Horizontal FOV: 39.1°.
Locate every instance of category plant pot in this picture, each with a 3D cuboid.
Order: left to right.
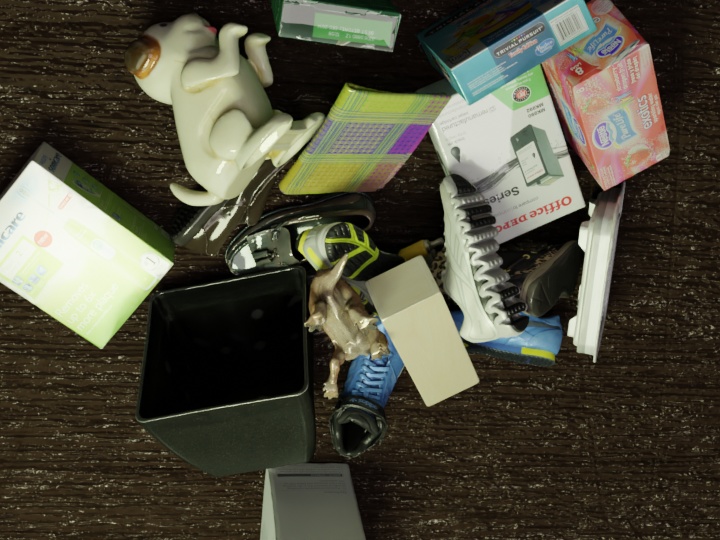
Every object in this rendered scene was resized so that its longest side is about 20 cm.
[{"bbox_3d":[-0.143,0.141,1.240,0.199,0.200,0.178,-10,134,5],"label":"plant pot"}]

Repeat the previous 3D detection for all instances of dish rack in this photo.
[{"bbox_3d":[0.295,-0.003,1.273,0.043,0.172,0.201,8,113,15],"label":"dish rack"}]

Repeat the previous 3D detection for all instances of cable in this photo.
[{"bbox_3d":[0.022,0.014,1.311,0.199,0.050,0.097,-9,132,9],"label":"cable"}]

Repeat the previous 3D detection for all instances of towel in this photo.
[{"bbox_3d":[0.000,-0.145,1.158,0.143,0.023,0.200,-3,153,-30],"label":"towel"}]

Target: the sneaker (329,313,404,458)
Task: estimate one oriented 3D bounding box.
[{"bbox_3d":[0.014,0.150,1.307,0.076,0.111,0.201,21,113,-7],"label":"sneaker"}]

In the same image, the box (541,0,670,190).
[{"bbox_3d":[0.281,-0.200,1.168,0.094,0.103,0.200,-30,143,5],"label":"box"}]

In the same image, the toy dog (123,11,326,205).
[{"bbox_3d":[-0.165,-0.191,1.118,0.194,0.139,0.200,-42,83,29],"label":"toy dog"}]

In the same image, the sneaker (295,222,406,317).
[{"bbox_3d":[0.000,0.000,1.229,0.200,0.076,0.076,47,64,-42],"label":"sneaker"}]

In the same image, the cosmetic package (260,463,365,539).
[{"bbox_3d":[-0.068,0.397,1.361,0.122,0.200,0.200,3,113,-9],"label":"cosmetic package"}]

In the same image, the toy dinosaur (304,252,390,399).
[{"bbox_3d":[-0.024,0.049,1.169,0.085,0.136,0.201,-16,126,2],"label":"toy dinosaur"}]

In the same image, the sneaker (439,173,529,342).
[{"bbox_3d":[0.123,-0.012,1.168,0.081,0.075,0.201,-23,79,36],"label":"sneaker"}]

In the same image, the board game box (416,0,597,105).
[{"bbox_3d":[0.152,-0.261,1.112,0.151,0.200,0.047,-30,114,5],"label":"board game box"}]

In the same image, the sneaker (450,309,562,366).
[{"bbox_3d":[0.168,0.070,1.341,0.199,0.066,0.079,11,76,-2],"label":"sneaker"}]

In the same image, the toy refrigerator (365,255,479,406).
[{"bbox_3d":[0.076,0.074,1.219,0.076,0.070,0.200,-26,139,2],"label":"toy refrigerator"}]

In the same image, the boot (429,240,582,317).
[{"bbox_3d":[0.188,-0.002,1.279,0.150,0.200,0.074,11,113,27],"label":"boot"}]

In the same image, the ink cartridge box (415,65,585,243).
[{"bbox_3d":[0.171,-0.146,1.227,0.145,0.084,0.201,-23,114,3],"label":"ink cartridge box"}]

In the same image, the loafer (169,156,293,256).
[{"bbox_3d":[-0.142,-0.095,1.220,0.200,0.073,0.071,-42,124,13],"label":"loafer"}]

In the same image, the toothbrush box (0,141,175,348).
[{"bbox_3d":[-0.342,-0.029,1.205,0.200,0.086,0.146,39,102,-19],"label":"toothbrush box"}]

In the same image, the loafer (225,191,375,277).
[{"bbox_3d":[-0.075,-0.042,1.248,0.199,0.063,0.072,-24,114,2],"label":"loafer"}]

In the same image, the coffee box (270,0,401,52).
[{"bbox_3d":[-0.032,-0.282,1.079,0.122,0.200,0.044,5,115,-12],"label":"coffee box"}]
